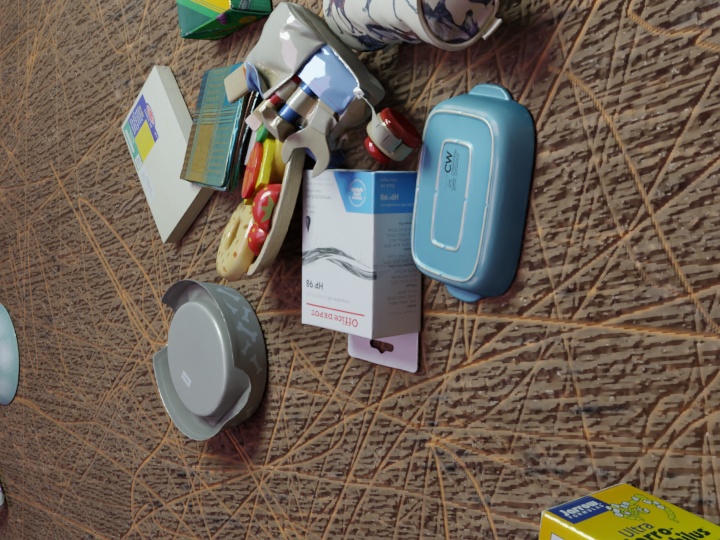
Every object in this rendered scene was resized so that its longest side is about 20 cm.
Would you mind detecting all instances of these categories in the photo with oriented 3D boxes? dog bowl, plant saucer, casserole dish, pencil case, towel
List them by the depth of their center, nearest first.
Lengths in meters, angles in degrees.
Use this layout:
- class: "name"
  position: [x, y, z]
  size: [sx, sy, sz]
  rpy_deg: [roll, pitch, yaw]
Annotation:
- class: "pencil case"
  position: [0.043, -0.233, 0.865]
  size: [0.078, 0.089, 0.200]
  rpy_deg: [-63, 28, -1]
- class: "casserole dish"
  position: [0.094, -0.068, 0.886]
  size: [0.121, 0.039, 0.201]
  rpy_deg: [21, 109, 47]
- class: "towel"
  position: [-0.165, -0.168, 1.145]
  size: [0.200, 0.022, 0.147]
  rpy_deg: [18, 94, 65]
- class: "dog bowl"
  position: [-0.189, 0.109, 1.230]
  size: [0.200, 0.058, 0.201]
  rpy_deg: [7, 99, 51]
- class: "plant saucer"
  position: [-0.709, 0.160, 1.879]
  size: [0.201, 0.039, 0.202]
  rpy_deg: [8, 100, 50]

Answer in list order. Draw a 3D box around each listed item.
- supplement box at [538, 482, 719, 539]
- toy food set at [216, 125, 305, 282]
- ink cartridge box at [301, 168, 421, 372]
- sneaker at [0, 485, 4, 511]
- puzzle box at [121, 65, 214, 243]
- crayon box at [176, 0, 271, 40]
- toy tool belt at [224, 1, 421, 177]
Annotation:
- class: "supplement box"
  position: [0.231, 0.248, 0.699]
  size: [0.200, 0.109, 0.109]
  rpy_deg: [20, 109, 47]
- class: "toy food set"
  position: [-0.106, -0.092, 1.062]
  size: [0.200, 0.048, 0.199]
  rpy_deg: [144, 137, -68]
- class: "ink cartridge box"
  position: [0.000, 0.000, 0.983]
  size: [0.116, 0.067, 0.201]
  rpy_deg: [8, 100, 50]
- class: "sneaker"
  position: [-0.747, 0.379, 1.926]
  size: [0.200, 0.072, 0.115]
  rpy_deg: [43, 122, 39]
- class: "puzzle box"
  position: [-0.258, -0.155, 1.312]
  size: [0.133, 0.025, 0.201]
  rpy_deg: [-46, 60, 43]
- class: "crayon box"
  position: [-0.169, -0.385, 1.153]
  size: [0.119, 0.058, 0.201]
  rpy_deg: [-8, 88, 51]
- class: "toy tool belt"
  position: [-0.043, -0.151, 0.941]
  size: [0.123, 0.125, 0.200]
  rpy_deg: [-45, 71, 20]
